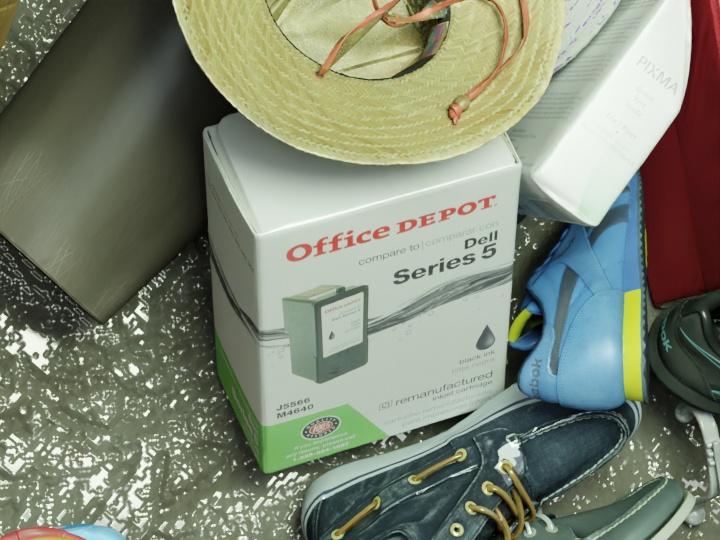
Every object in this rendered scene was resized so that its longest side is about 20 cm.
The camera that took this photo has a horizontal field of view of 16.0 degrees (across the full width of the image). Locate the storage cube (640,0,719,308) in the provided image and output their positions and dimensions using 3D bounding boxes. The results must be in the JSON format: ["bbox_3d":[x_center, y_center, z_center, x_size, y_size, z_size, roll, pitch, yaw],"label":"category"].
[{"bbox_3d":[0.254,-0.083,1.434,0.199,0.171,0.180,-7,86,-14],"label":"storage cube"}]

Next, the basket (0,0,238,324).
[{"bbox_3d":[-0.113,-0.082,1.368,0.136,0.180,0.200,39,84,25],"label":"basket"}]

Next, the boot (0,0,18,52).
[{"bbox_3d":[-0.264,-0.130,1.372,0.073,0.200,0.156,-5,43,-41],"label":"boot"}]

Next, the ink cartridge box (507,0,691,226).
[{"bbox_3d":[0.144,-0.116,1.347,0.050,0.161,0.200,39,86,-10],"label":"ink cartridge box"}]

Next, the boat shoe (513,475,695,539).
[{"bbox_3d":[0.093,0.160,1.418,0.200,0.073,0.062,-30,90,-8],"label":"boat shoe"}]

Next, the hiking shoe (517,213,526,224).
[{"bbox_3d":[0.074,-0.127,1.449,0.100,0.076,0.201,17,80,-13],"label":"hiking shoe"}]

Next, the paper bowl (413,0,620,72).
[{"bbox_3d":[0.050,-0.199,1.358,0.104,0.200,0.201,13,78,-42],"label":"paper bowl"}]

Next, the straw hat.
[{"bbox_3d":[-0.007,-0.128,1.263,0.200,0.085,0.202,4,75,-15],"label":"straw hat"}]

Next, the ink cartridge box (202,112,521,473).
[{"bbox_3d":[0.000,0.000,1.348,0.145,0.200,0.084,-16,52,-13],"label":"ink cartridge box"}]

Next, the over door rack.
[{"bbox_3d":[0.267,0.149,1.466,0.147,0.067,0.201,-17,100,-12],"label":"over door rack"}]

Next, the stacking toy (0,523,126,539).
[{"bbox_3d":[-0.156,0.183,1.294,0.116,0.200,0.110,-11,85,-12],"label":"stacking toy"}]

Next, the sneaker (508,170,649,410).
[{"bbox_3d":[0.120,0.002,1.408,0.078,0.200,0.066,-3,126,10],"label":"sneaker"}]

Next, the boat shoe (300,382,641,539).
[{"bbox_3d":[0.068,0.127,1.383,0.200,0.091,0.071,-24,124,3],"label":"boat shoe"}]

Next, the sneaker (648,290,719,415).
[{"bbox_3d":[0.254,0.064,1.383,0.199,0.079,0.076,18,66,0],"label":"sneaker"}]
